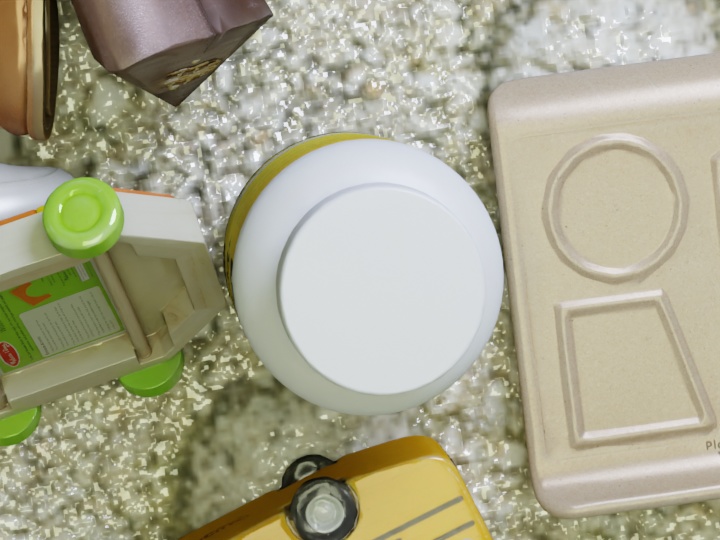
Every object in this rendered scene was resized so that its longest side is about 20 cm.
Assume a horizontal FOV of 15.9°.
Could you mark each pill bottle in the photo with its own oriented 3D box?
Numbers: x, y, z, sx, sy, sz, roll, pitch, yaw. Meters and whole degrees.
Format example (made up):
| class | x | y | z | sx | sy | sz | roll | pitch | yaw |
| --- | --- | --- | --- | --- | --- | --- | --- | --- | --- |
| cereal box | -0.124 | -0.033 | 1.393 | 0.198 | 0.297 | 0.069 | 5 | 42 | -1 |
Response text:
| class | x | y | z | sx | sy | sz | roll | pitch | yaw |
| --- | --- | --- | --- | --- | --- | --- | --- | --- | --- |
| pill bottle | 0.000 | 0.000 | 1.078 | 0.111 | 0.200 | 0.113 | 0 | 94 | -5 |

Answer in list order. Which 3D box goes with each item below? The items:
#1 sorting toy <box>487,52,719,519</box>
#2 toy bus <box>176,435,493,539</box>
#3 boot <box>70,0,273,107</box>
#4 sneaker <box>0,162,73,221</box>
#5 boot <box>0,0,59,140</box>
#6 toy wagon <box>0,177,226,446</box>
| class | x | y | z | sx | sy | sz | roll | pitch | yaw |
| --- | --- | --- | --- | --- | --- | --- | --- | --- | --- |
| sorting toy | 0.158 | 0.003 | 1.178 | 0.184 | 0.036 | 0.202 | -7 | 91 | -4 |
| toy bus | -0.042 | 0.142 | 1.155 | 0.199 | 0.065 | 0.079 | -27 | 98 | -3 |
| boot | -0.136 | -0.152 | 1.052 | 0.186 | 0.064 | 0.201 | -26 | 94 | -39 |
| sneaker | -0.214 | -0.052 | 1.093 | 0.198 | 0.075 | 0.100 | 3 | 94 | -16 |
| boot | -0.216 | -0.140 | 1.115 | 0.154 | 0.074 | 0.201 | -13 | 84 | -5 |
| toy wagon | -0.158 | 0.025 | 1.096 | 0.199 | 0.155 | 0.040 | -19 | 63 | -2 |
